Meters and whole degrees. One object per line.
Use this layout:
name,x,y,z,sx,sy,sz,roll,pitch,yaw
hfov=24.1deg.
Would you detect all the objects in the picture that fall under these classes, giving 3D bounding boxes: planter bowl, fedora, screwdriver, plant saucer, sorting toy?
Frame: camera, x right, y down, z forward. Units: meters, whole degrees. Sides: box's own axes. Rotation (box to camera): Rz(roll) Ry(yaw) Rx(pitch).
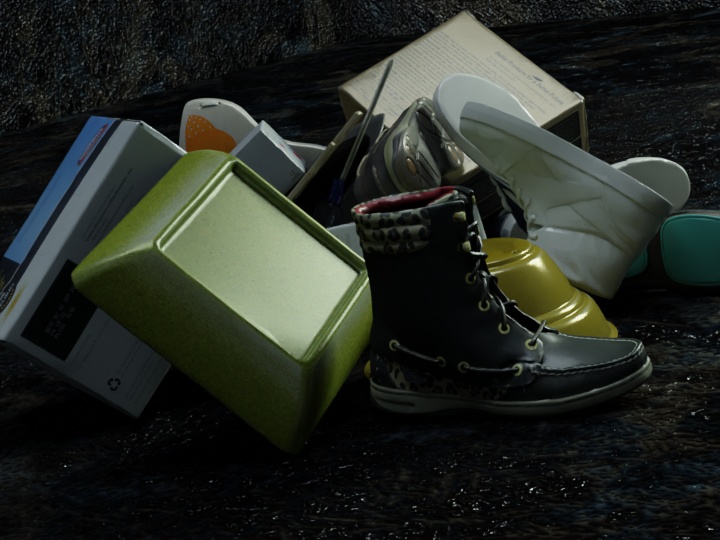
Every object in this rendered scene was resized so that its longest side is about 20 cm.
planter bowl,0.095,0.025,1.310,0.200,0.084,0.200,-10,13,2
fedora,-0.011,-0.051,1.610,0.200,0.090,0.177,-33,26,45
screwdriver,-0.014,-0.097,1.493,0.029,0.200,0.028,18,-3,1
plant saucer,-0.077,0.005,1.213,0.048,0.200,0.200,-50,3,37
sorting toy,-0.079,-0.079,1.758,0.180,0.200,0.107,0,55,22

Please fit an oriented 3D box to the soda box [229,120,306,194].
soda box,-0.144,-0.053,1.659,0.200,0.064,0.068,-45,10,8

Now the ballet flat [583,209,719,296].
ballet flat,0.255,-0.016,1.413,0.200,0.068,0.068,-3,2,28

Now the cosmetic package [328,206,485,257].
cosmetic package,0.000,0.000,1.425,0.200,0.074,0.102,-15,-7,-20

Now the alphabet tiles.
alphabet tiles,-0.062,-0.065,1.529,0.200,0.006,0.166,-51,2,5

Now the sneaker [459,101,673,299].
sneaker,0.144,-0.054,1.395,0.200,0.116,0.074,32,4,25

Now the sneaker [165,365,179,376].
sneaker,-0.169,0.035,1.455,0.078,0.090,0.200,-17,15,-28

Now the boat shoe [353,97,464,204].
boat shoe,0.036,-0.101,1.495,0.073,0.075,0.200,-27,6,20

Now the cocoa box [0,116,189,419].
cocoa box,-0.198,-0.006,1.349,0.200,0.133,0.131,-59,25,-7

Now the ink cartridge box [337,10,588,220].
ink cartridge box,0.101,-0.149,1.661,0.165,0.075,0.200,-31,47,-15

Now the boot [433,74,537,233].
boot,0.137,-0.086,1.506,0.073,0.200,0.090,-47,-6,-28

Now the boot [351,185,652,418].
boot,0.092,0.020,1.165,0.203,0.154,0.073,-4,16,21

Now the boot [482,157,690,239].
boot,0.213,-0.065,1.634,0.200,0.073,0.090,-16,15,-16
